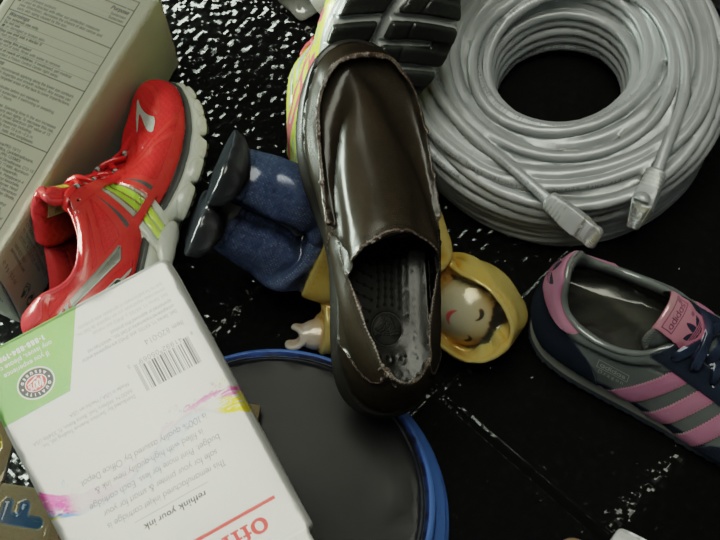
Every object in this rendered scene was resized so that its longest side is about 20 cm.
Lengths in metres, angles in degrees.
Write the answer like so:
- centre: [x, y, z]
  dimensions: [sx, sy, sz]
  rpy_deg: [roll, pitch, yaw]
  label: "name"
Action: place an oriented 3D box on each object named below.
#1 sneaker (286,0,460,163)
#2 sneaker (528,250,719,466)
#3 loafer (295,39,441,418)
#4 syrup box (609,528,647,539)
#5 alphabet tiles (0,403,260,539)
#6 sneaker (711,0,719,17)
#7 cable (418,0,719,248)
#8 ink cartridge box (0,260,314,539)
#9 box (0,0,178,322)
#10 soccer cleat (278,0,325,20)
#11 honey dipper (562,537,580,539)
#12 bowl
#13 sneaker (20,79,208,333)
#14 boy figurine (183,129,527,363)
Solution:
- centre: [-0.007, -0.119, 1.107]
  dimensions: [0.077, 0.201, 0.091]
  rpy_deg: [2, 35, -26]
  label: "sneaker"
- centre: [0.184, 0.052, 1.051]
  dimensions: [0.198, 0.082, 0.071]
  rpy_deg: [22, 65, 12]
  label: "sneaker"
- centre: [0.016, -0.025, 1.013]
  dimensions: [0.072, 0.071, 0.202]
  rpy_deg: [-8, 87, -18]
  label: "loafer"
- centre: [0.109, 0.238, 0.967]
  dimensions: [0.081, 0.079, 0.201]
  rpy_deg: [30, 70, 19]
  label: "syrup box"
- centre: [-0.153, 0.153, 1.032]
  dimensions: [0.165, 0.008, 0.202]
  rpy_deg: [8, 65, 9]
  label: "alphabet tiles"
- centre: [0.229, -0.204, 1.159]
  dimensions: [0.198, 0.115, 0.081]
  rpy_deg: [25, 69, 17]
  label: "sneaker"
- centre: [0.121, -0.113, 1.150]
  dimensions: [0.199, 0.069, 0.200]
  rpy_deg: [31, 70, 20]
  label: "cable"
- centre: [-0.100, 0.112, 0.992]
  dimensions: [0.116, 0.067, 0.201]
  rpy_deg: [-27, 78, -8]
  label: "ink cartridge box"
- centre: [-0.197, -0.082, 1.158]
  dimensions: [0.094, 0.078, 0.201]
  rpy_deg: [23, 67, 16]
  label: "box"
- centre: [0.011, -0.184, 1.149]
  dimensions: [0.068, 0.200, 0.086]
  rpy_deg: [39, 80, -25]
  label: "soccer cleat"
- centre: [0.053, 0.215, 1.012]
  dimensions: [0.038, 0.038, 0.200]
  rpy_deg: [40, 69, 22]
  label: "honey dipper"
- centre: [-0.051, 0.135, 1.057]
  dimensions: [0.198, 0.039, 0.202]
  rpy_deg: [-2, 63, 4]
  label: "bowl"
- centre: [-0.143, -0.037, 1.100]
  dimensions: [0.084, 0.077, 0.201]
  rpy_deg: [23, 53, -18]
  label: "sneaker"
- centre: [0.000, 0.000, 1.085]
  dimensions: [0.199, 0.125, 0.065]
  rpy_deg: [26, 21, -11]
  label: "boy figurine"
